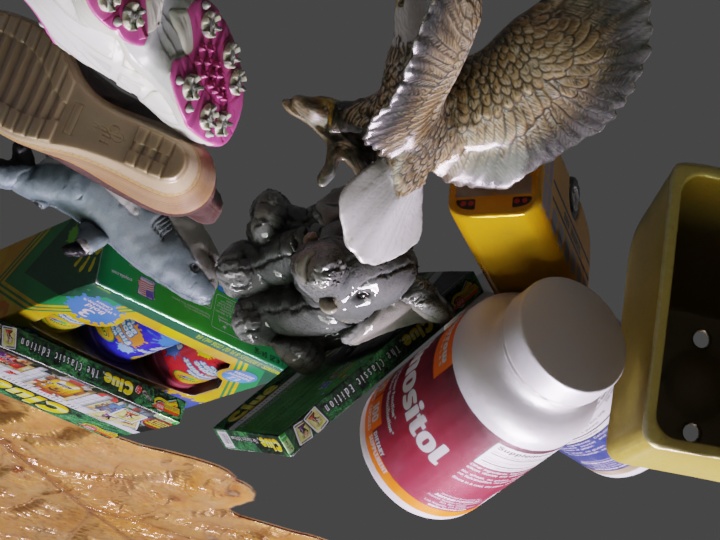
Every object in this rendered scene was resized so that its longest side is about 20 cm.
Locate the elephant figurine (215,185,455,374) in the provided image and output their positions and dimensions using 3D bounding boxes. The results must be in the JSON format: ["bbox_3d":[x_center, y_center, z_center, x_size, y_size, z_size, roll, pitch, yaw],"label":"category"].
[{"bbox_3d":[0.000,0.000,1.450,0.141,0.156,0.200,42,152,-19],"label":"elephant figurine"}]

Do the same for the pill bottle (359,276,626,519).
[{"bbox_3d":[0.092,0.086,1.443,0.112,0.114,0.200,19,144,-22],"label":"pill bottle"}]

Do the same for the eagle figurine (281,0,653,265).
[{"bbox_3d":[0.051,-0.112,1.213,0.199,0.152,0.151,-23,105,41],"label":"eagle figurine"}]

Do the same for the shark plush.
[{"bbox_3d":[-0.186,-0.044,1.480,0.199,0.084,0.091,25,154,-29],"label":"shark plush"}]

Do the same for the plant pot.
[{"bbox_3d":[0.268,0.062,1.465,0.194,0.196,0.200,11,164,-8],"label":"plant pot"}]

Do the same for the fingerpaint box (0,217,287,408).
[{"bbox_3d":[-0.173,0.036,1.659,0.199,0.074,0.166,28,149,-35],"label":"fingerpaint box"}]

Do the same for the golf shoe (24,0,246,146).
[{"bbox_3d":[-0.140,-0.146,1.287,0.091,0.076,0.200,7,153,31],"label":"golf shoe"}]

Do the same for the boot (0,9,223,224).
[{"bbox_3d":[-0.183,-0.093,1.391,0.199,0.073,0.166,32,175,5],"label":"boot"}]

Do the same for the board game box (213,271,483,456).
[{"bbox_3d":[-0.008,0.065,1.532,0.105,0.200,0.024,3,127,59],"label":"board game box"}]

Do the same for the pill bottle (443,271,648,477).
[{"bbox_3d":[0.154,0.075,1.602,0.111,0.112,0.200,-14,147,38],"label":"pill bottle"}]

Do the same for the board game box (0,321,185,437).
[{"bbox_3d":[-0.248,0.085,1.662,0.199,0.024,0.104,27,156,-33],"label":"board game box"}]

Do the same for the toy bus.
[{"bbox_3d":[0.104,-0.044,1.404,0.065,0.079,0.200,-1,154,18],"label":"toy bus"}]
